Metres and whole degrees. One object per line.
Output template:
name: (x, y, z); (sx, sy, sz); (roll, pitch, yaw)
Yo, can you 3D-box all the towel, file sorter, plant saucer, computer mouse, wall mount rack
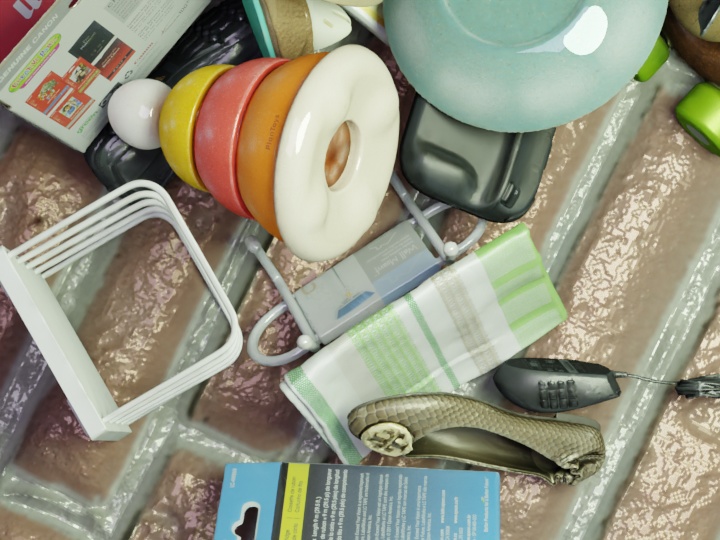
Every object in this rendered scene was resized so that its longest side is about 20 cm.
towel: (0.049, 0.057, 1.526); (0.199, 0.149, 0.031); (-33, 62, 0)
file sorter: (-0.159, 0.027, 1.508); (0.124, 0.200, 0.139); (-30, 87, -4)
plant saucer: (0.107, -0.195, 1.477); (0.200, 0.039, 0.202); (-3, 78, 15)
computer mouse: (0.193, 0.087, 1.567); (0.199, 0.059, 0.034); (4, 98, -2)
wall mount rack: (0.000, 0.000, 1.521); (0.199, 0.174, 0.075); (-33, 124, 0)

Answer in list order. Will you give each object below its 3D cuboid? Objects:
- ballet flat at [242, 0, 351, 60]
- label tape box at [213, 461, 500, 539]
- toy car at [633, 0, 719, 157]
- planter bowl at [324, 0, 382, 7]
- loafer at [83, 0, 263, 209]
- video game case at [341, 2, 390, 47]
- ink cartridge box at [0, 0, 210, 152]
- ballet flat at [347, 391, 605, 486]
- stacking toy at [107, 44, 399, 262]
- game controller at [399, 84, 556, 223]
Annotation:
ballet flat: (-0.037, -0.144, 1.538); (0.072, 0.068, 0.201); (-18, 125, -8)
label tape box: (-0.002, 0.205, 1.520); (0.199, 0.144, 0.066); (1, 126, 3)
toy car: (0.267, -0.188, 1.501); (0.158, 0.200, 0.164); (43, 89, 3)
planter bowl: (-0.015, -0.258, 1.434); (0.199, 0.200, 0.135); (24, 113, 3)
loafer: (-0.113, -0.129, 1.584); (0.201, 0.068, 0.070); (-45, 122, -7)
video game case: (0.086, -0.225, 1.560); (0.200, 0.023, 0.182); (37, 88, -22)
ink cartridge box: (-0.183, -0.197, 1.478); (0.084, 0.176, 0.200); (42, 92, 18)
ballet flat: (0.084, 0.122, 1.532); (0.199, 0.067, 0.047); (10, 63, -25)
stacking toy: (-0.086, -0.097, 1.481); (0.199, 0.146, 0.147); (16, 88, 27)
game controller: (0.096, -0.137, 1.527); (0.104, 0.042, 0.201); (19, 76, -8)
